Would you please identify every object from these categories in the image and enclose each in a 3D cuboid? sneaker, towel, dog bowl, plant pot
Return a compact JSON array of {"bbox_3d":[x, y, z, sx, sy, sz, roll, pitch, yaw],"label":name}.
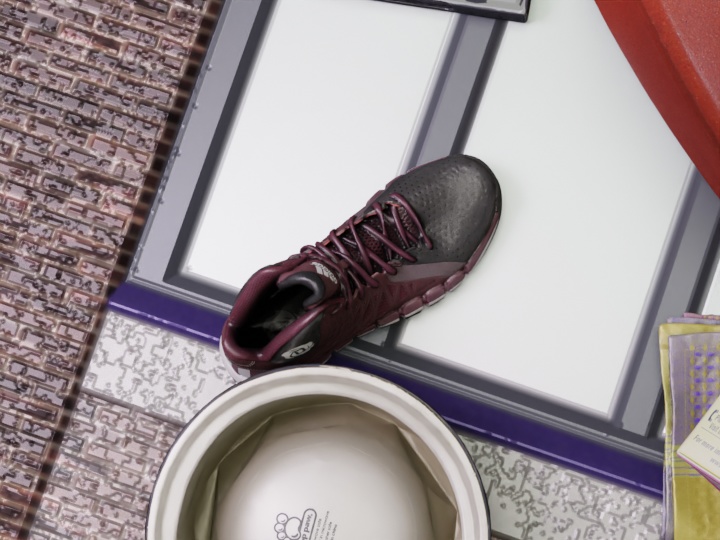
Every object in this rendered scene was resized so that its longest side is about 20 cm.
[{"bbox_3d":[0.000,0.000,1.331,0.200,0.116,0.076,-40,81,-1],"label":"sneaker"},{"bbox_3d":[0.273,0.100,1.342,0.199,0.023,0.144,3,82,5],"label":"towel"},{"bbox_3d":[-0.022,0.157,1.334,0.199,0.074,0.201,-1,83,5],"label":"dog bowl"},{"bbox_3d":[0.252,-0.133,1.299,0.199,0.200,0.177,-19,93,2],"label":"plant pot"}]

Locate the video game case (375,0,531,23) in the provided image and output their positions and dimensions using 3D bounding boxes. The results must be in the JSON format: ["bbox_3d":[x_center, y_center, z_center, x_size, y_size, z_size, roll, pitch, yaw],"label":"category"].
[{"bbox_3d":[0.030,-0.264,1.410,0.180,0.026,0.201,9,83,6],"label":"video game case"}]

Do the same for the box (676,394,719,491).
[{"bbox_3d":[0.302,0.079,1.237,0.176,0.097,0.200,39,87,-36],"label":"box"}]
